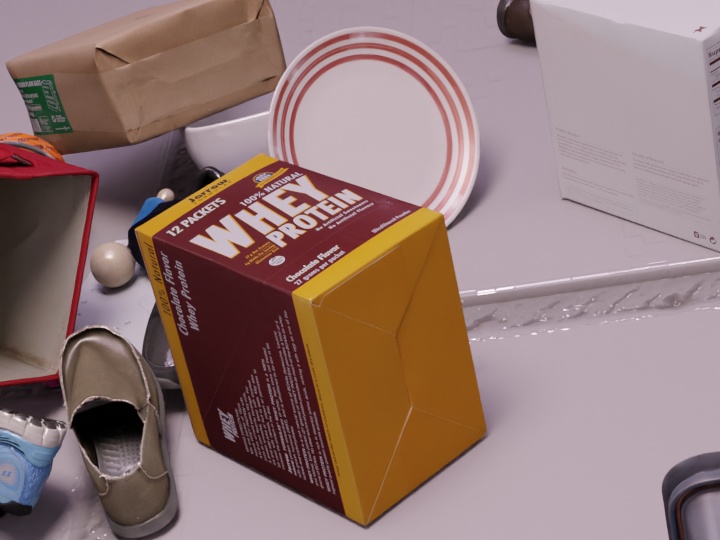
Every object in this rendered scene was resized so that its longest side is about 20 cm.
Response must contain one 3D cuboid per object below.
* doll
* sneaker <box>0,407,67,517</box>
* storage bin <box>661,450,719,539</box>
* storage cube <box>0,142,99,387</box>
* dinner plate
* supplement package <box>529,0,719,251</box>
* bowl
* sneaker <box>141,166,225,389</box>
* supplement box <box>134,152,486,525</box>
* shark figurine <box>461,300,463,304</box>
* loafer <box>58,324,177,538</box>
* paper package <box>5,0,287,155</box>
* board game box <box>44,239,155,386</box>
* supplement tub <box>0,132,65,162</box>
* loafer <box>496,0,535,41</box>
[{"bbox_3d":[-0.141,-0.034,1.778,0.200,0.049,0.137,-19,37,-11],"label":"doll"},{"bbox_3d":[-0.302,0.149,1.554,0.078,0.090,0.200,17,-12,-35],"label":"sneaker"},{"bbox_3d":[0.292,0.185,1.234,0.200,0.146,0.134,-8,41,7],"label":"storage bin"},{"bbox_3d":[-0.340,-0.012,1.614,0.180,0.200,0.171,18,12,29],"label":"storage cube"},{"bbox_3d":[0.010,-0.114,1.788,0.200,0.200,0.024,-26,5,-22],"label":"dinner plate"},{"bbox_3d":[0.271,-0.155,1.726,0.147,0.200,0.191,-34,37,-31],"label":"supplement package"},{"bbox_3d":[-0.066,-0.131,1.902,0.199,0.075,0.200,-14,13,-2],"label":"bowl"},{"bbox_3d":[-0.140,0.004,1.658,0.075,0.079,0.200,1,52,20],"label":"sneaker"},{"bbox_3d":[-0.036,0.046,1.513,0.133,0.198,0.200,-34,36,-32],"label":"supplement box"},{"bbox_3d":[-0.006,0.006,1.647,0.128,0.090,0.214,1,20,-21],"label":"shark figurine"},{"bbox_3d":[-0.185,0.108,1.546,0.075,0.070,0.200,-22,48,-6],"label":"loafer"},{"bbox_3d":[-0.201,-0.185,1.897,0.190,0.104,0.200,-25,14,-32],"label":"paper package"},{"bbox_3d":[-0.154,0.034,1.745,0.200,0.026,0.200,-1,33,18],"label":"board game box"},{"bbox_3d":[-0.322,-0.036,1.829,0.122,0.123,0.200,-8,30,7],"label":"supplement tub"},{"bbox_3d":[0.237,-0.284,2.089,0.200,0.073,0.071,-32,40,-15],"label":"loafer"}]
